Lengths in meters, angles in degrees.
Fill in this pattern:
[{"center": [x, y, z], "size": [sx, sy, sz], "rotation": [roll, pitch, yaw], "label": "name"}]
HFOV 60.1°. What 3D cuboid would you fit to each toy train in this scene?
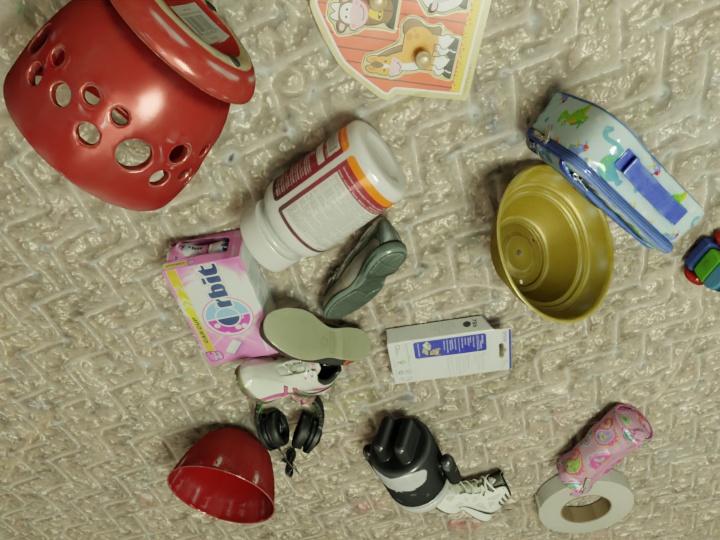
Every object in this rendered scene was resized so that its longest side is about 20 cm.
[{"center": [0.572, 0.028, 0.881], "size": [0.196, 0.117, 0.085], "rotation": [15, 128, -13], "label": "toy train"}]

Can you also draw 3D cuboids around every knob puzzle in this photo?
[{"center": [0.042, -0.277, 0.675], "size": [0.214, 0.031, 0.223], "rotation": [-1, 130, -1], "label": "knob puzzle"}]

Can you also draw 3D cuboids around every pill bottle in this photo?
[{"center": [-0.050, -0.087, 0.776], "size": [0.198, 0.111, 0.110], "rotation": [-32, 124, 23], "label": "pill bottle"}]

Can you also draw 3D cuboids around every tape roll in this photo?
[{"center": [0.467, 0.484, 1.303], "size": [0.198, 0.037, 0.206], "rotation": [-1, 130, -1], "label": "tape roll"}]

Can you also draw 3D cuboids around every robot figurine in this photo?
[{"center": [0.090, 0.349, 1.129], "size": [0.124, 0.150, 0.202], "rotation": [-35, 127, -11], "label": "robot figurine"}]

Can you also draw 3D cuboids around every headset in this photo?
[{"center": [-0.125, 0.281, 1.115], "size": [0.121, 0.094, 0.204], "rotation": [4, 114, 1], "label": "headset"}]

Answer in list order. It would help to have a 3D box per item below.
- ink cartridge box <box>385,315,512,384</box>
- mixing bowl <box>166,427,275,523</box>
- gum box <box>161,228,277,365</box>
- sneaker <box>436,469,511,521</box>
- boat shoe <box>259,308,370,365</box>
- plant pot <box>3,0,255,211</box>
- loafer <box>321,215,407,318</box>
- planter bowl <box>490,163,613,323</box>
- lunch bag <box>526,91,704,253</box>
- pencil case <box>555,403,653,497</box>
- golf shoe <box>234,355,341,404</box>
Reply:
[{"center": [0.143, 0.127, 1.002], "size": [0.195, 0.040, 0.101], "rotation": [-7, 129, 6], "label": "ink cartridge box"}, {"center": [-0.235, 0.357, 1.122], "size": [0.196, 0.110, 0.202], "rotation": [8, 136, 8], "label": "mixing bowl"}, {"center": [-0.195, 0.038, 0.901], "size": [0.111, 0.067, 0.203], "rotation": [-10, 129, 6], "label": "gum box"}, {"center": [0.221, 0.427, 1.238], "size": [0.198, 0.076, 0.116], "rotation": [25, 116, -30], "label": "sneaker"}, {"center": [-0.074, 0.104, 0.933], "size": [0.198, 0.073, 0.062], "rotation": [16, 160, -41], "label": "boat shoe"}, {"center": [-0.223, -0.195, 0.632], "size": [0.199, 0.202, 0.182], "rotation": [36, 113, -27], "label": "plant pot"}, {"center": [0.000, 0.000, 0.888], "size": [0.071, 0.064, 0.200], "rotation": [-1, 150, -35], "label": "loafer"}, {"center": [0.232, -0.029, 0.819], "size": [0.198, 0.204, 0.083], "rotation": [26, 160, -22], "label": "planter bowl"}, {"center": [0.294, -0.114, 0.725], "size": [0.198, 0.161, 0.083], "rotation": [33, 106, -25], "label": "lunch bag"}, {"center": [0.446, 0.334, 1.150], "size": [0.086, 0.088, 0.202], "rotation": [19, 126, -16], "label": "pencil case"}, {"center": [-0.111, 0.158, 0.971], "size": [0.092, 0.073, 0.199], "rotation": [-38, 153, 22], "label": "golf shoe"}]
